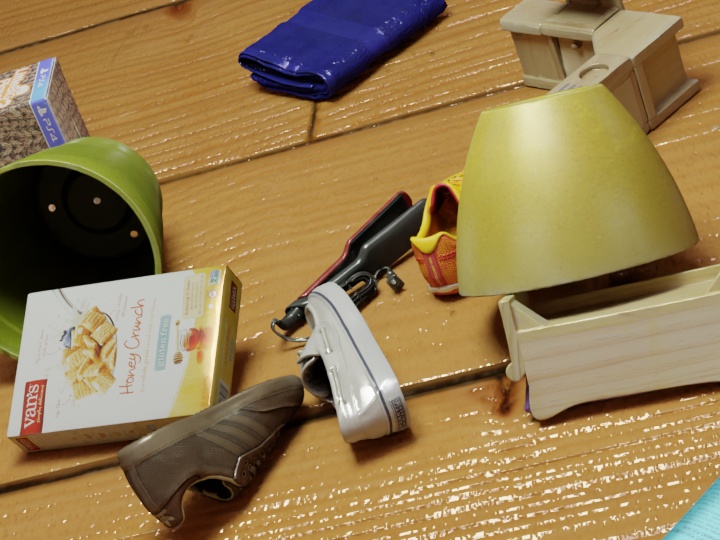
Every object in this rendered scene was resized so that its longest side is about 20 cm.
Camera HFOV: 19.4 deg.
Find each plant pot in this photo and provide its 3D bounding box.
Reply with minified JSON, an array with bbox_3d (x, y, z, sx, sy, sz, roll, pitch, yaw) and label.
[{"bbox_3d":[-0.265,-0.037,1.974,0.200,0.201,0.193,-14,19,12],"label":"plant pot"},{"bbox_3d":[0.161,-0.071,1.705,0.199,0.143,0.200,-14,4,1],"label":"plant pot"}]

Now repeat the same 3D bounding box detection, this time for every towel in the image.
[{"bbox_3d":[-0.017,-0.254,2.304,0.147,0.050,0.200,21,49,41],"label":"towel"}]

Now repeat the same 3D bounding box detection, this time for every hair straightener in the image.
[{"bbox_3d":[0.000,0.000,1.866,0.200,0.041,0.077,-38,33,-28],"label":"hair straightener"}]

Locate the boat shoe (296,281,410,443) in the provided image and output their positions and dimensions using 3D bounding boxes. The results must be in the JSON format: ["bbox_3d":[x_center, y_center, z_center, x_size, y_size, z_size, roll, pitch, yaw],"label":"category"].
[{"bbox_3d":[-0.019,0.078,1.726,0.066,0.072,0.200,-21,37,-9],"label":"boat shoe"}]

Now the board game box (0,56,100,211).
[{"bbox_3d":[-0.378,-0.104,2.165,0.199,0.160,0.097,-17,30,9],"label":"board game box"}]

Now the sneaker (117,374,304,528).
[{"bbox_3d":[-0.110,0.145,1.682,0.070,0.076,0.200,-28,-4,43],"label":"sneaker"}]

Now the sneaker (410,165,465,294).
[{"bbox_3d":[0.098,-0.060,1.868,0.073,0.077,0.200,-10,29,23],"label":"sneaker"}]

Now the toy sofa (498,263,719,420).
[{"bbox_3d":[0.213,0.046,1.628,0.199,0.098,0.083,-12,6,16],"label":"toy sofa"}]

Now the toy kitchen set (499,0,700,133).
[{"bbox_3d":[0.174,-0.210,1.979,0.180,0.164,0.200,-39,33,-29],"label":"toy kitchen set"}]

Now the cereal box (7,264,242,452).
[{"bbox_3d":[-0.204,0.076,1.818,0.199,0.040,0.144,-9,59,21],"label":"cereal box"}]

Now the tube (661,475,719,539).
[{"bbox_3d":[0.255,0.166,1.423,0.200,0.050,0.077,-43,31,-26],"label":"tube"}]
